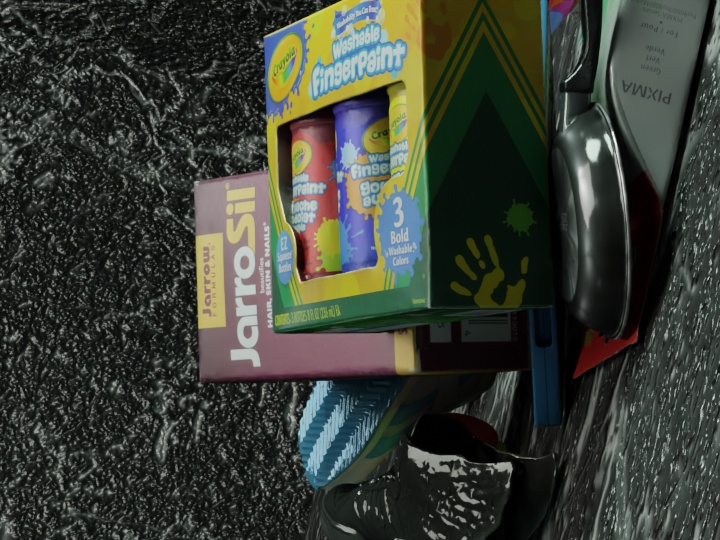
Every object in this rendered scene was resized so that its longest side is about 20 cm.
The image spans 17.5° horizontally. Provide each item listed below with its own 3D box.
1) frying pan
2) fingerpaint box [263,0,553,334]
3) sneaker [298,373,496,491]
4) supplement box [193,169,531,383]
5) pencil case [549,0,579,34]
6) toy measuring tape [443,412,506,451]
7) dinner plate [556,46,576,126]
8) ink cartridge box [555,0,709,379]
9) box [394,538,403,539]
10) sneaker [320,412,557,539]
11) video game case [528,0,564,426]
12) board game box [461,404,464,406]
[{"bbox_3d":[0.109,-0.057,1.114,0.115,0.031,0.191,-107,13,-64],"label":"frying pan"},{"bbox_3d":[0.018,-0.056,1.212,0.200,0.073,0.168,170,99,-65],"label":"fingerpaint box"},{"bbox_3d":[0.036,0.071,1.492,0.200,0.081,0.077,-50,43,23],"label":"sneaker"},{"bbox_3d":[0.000,0.000,1.399,0.199,0.103,0.132,-7,85,48],"label":"supplement box"},{"bbox_3d":[0.092,-0.168,1.407,0.200,0.088,0.089,-43,-26,-54],"label":"pencil case"},{"bbox_3d":[0.056,0.135,1.416,0.200,0.073,0.074,-85,10,-74],"label":"toy measuring tape"},{"bbox_3d":[0.142,-0.113,1.396,0.200,0.024,0.201,-166,90,-86],"label":"dinner plate"},{"bbox_3d":[0.126,-0.055,1.195,0.161,0.050,0.201,119,167,-79],"label":"ink cartridge box"},{"bbox_3d":[0.009,0.262,1.184,0.200,0.096,0.177,127,159,-53],"label":"box"},{"bbox_3d":[0.040,0.125,1.329,0.200,0.060,0.105,27,116,58],"label":"sneaker"},{"bbox_3d":[0.099,-0.037,1.287,0.143,0.018,0.201,-80,-14,-58],"label":"video game case"},{"bbox_3d":[0.013,-0.006,1.750,0.037,0.200,0.152,-26,42,44],"label":"board game box"}]
